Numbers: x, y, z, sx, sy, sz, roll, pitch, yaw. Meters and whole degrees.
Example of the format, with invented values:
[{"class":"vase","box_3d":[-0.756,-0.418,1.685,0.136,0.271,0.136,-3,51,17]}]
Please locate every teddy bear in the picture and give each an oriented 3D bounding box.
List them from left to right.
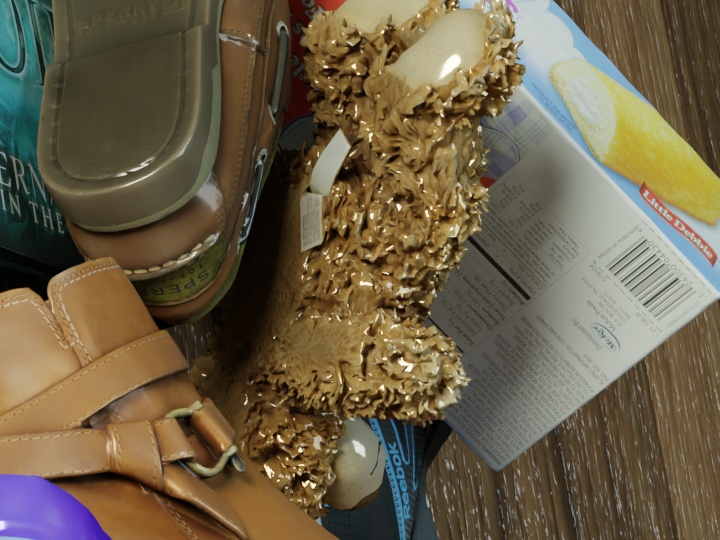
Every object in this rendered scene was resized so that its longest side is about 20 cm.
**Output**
[{"class":"teddy bear","box_3d":[0.000,0.000,0.890,0.067,0.145,0.201,17,83,-33]}]

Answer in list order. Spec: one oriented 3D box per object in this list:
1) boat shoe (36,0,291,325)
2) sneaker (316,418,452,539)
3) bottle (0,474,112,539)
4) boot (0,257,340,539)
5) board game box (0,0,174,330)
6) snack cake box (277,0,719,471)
[{"class":"boat shoe","box_3d":[-0.057,-0.070,0.875,0.068,0.072,0.200,65,27,-42]},{"class":"sneaker","box_3d":[-0.006,0.043,1.003,0.082,0.073,0.200,57,23,-44]},{"class":"bottle","box_3d":[-0.096,0.139,0.617,0.200,0.083,0.065,-88,155,-45]},{"class":"boot","box_3d":[-0.042,0.070,0.791,0.200,0.077,0.156,-16,71,-47]},{"class":"board game box","box_3d":[-0.112,-0.061,0.841,0.200,0.028,0.136,26,50,-68]},{"class":"snack cake box","box_3d":[0.025,-0.043,0.977,0.200,0.115,0.067,46,32,-6]}]
